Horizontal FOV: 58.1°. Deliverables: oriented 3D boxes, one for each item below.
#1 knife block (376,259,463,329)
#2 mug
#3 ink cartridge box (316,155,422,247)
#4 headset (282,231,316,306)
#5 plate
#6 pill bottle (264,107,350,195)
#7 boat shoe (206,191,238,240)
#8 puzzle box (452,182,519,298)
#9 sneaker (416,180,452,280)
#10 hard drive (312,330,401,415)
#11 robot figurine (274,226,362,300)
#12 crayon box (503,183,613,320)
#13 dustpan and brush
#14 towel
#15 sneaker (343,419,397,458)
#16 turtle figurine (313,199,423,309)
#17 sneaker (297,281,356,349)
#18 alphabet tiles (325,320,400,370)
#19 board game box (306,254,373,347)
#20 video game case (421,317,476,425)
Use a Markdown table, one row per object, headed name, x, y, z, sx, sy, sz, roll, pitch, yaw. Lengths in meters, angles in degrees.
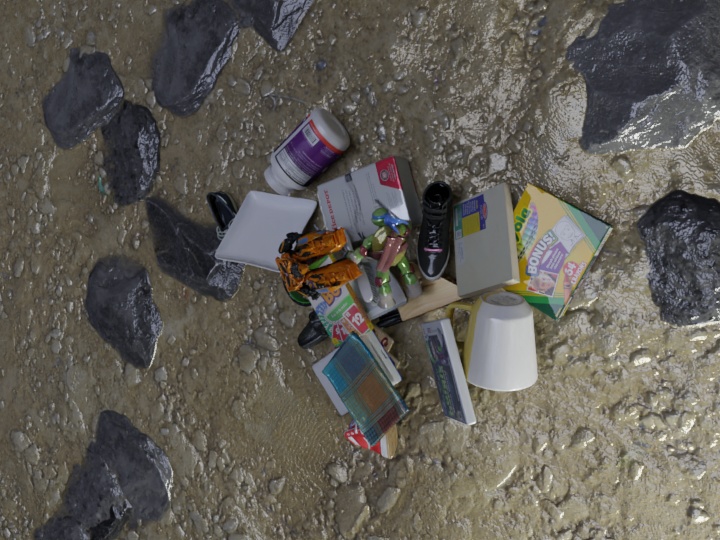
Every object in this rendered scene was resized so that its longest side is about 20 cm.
| name | x | y | z | sx | sy | sz | roll | pitch | yaw |
| --- | --- | --- | --- | --- | --- | --- | --- | --- | --- |
| knife block | 0.119 | 0.075 | 1.373 | 0.198 | 0.064 | 0.178 | 27 | 105 | 24 |
| mug | 0.247 | 0.124 | 1.233 | 0.184 | 0.150 | 0.155 | 3 | 108 | 12 |
| ink cartridge box | 0.020 | -0.143 | 1.405 | 0.198 | 0.083 | 0.147 | -17 | 85 | 27 |
| headset | -0.120 | -0.004 | 1.482 | 0.123 | 0.094 | 0.201 | 44 | 122 | 19 |
| plate | -0.217 | -0.089 | 1.519 | 0.198 | 0.032 | 0.201 | 11 | 63 | 25 |
| pill bottle | -0.125 | -0.261 | 1.463 | 0.199 | 0.112 | 0.113 | -39 | 74 | 24 |
| boat shoe | -0.318 | -0.109 | 1.602 | 0.074 | 0.062 | 0.202 | -30 | 78 | 25 |
| puzzle box | 0.242 | -0.057 | 1.267 | 0.132 | 0.025 | 0.203 | -21 | 61 | 44 |
| sneaker | 0.146 | -0.087 | 1.300 | 0.070 | 0.099 | 0.203 | 6 | 77 | 14 |
| hard drive | -0.012 | 0.225 | 1.436 | 0.200 | 0.025 | 0.133 | -38 | 81 | 39 |
| robot figurine | -0.094 | -0.013 | 1.281 | 0.198 | 0.058 | 0.147 | -16 | 100 | 43 |
| crayon box | 0.354 | -0.037 | 1.244 | 0.172 | 0.058 | 0.202 | 32 | 106 | 23 |
| dustpan and brush | 0.000 | 0.000 | 1.368 | 0.139 | 0.057 | 0.202 | -27 | 75 | 26 |
| towel | 0.005 | 0.244 | 1.339 | 0.201 | 0.022 | 0.147 | 54 | 130 | 22 |
| sneaker | 0.019 | 0.314 | 1.400 | 0.111 | 0.071 | 0.202 | 11 | 123 | 24 |
| turtle figurine | 0.044 | -0.037 | 1.295 | 0.198 | 0.143 | 0.196 | -1 | 114 | 43 |
| sneaker | -0.089 | 0.081 | 1.443 | 0.199 | 0.076 | 0.114 | -44 | 117 | 13 |
| alphabet tiles | 0.002 | 0.196 | 1.439 | 0.167 | 0.008 | 0.202 | 39 | 127 | 22 |
| board game box | -0.060 | 0.055 | 1.361 | 0.095 | 0.030 | 0.202 | -26 | 94 | 26 |
| video game case | 0.172 | 0.199 | 1.296 | 0.023 | 0.182 | 0.203 | -14 | 85 | -8 |
